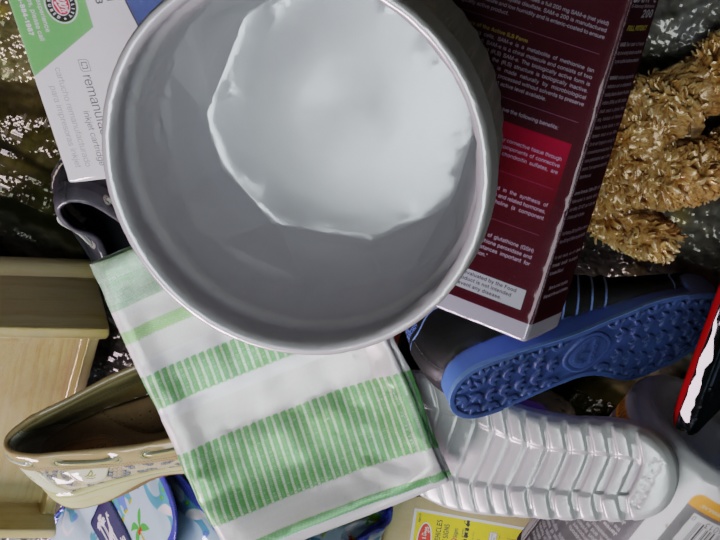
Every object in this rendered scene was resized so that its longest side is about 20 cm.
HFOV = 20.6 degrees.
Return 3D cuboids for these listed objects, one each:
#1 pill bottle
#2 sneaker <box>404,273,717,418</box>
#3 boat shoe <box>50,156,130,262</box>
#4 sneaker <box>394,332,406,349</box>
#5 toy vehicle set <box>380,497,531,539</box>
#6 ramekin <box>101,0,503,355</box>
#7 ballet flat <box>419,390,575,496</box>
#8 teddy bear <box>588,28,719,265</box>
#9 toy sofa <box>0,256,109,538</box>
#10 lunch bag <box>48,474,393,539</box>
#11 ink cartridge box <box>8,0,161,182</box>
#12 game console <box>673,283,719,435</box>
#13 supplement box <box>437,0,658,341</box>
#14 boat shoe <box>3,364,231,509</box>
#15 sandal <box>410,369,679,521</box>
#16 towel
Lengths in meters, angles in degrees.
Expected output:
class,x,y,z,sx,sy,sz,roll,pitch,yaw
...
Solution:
class,x,y,z,sx,sy,sz,roll,pitch,yaw
pill bottle,0.165,0.172,1.229,0.116,0.117,0.200,30,115,-10
sneaker,0.119,0.024,1.159,0.199,0.078,0.070,-12,138,-28
boat shoe,-0.132,0.012,1.226,0.072,0.063,0.201,-18,121,19
sneaker,0.000,0.000,1.188,0.078,0.075,0.201,18,125,2
toy vehicle set,0.071,0.180,1.327,0.123,0.027,0.201,11,126,4
ramekin,-0.021,-0.068,0.998,0.199,0.105,0.201,5,111,14
ballet flat,0.038,0.117,1.232,0.199,0.057,0.067,-13,106,3
teddy bear,0.143,-0.066,1.114,0.199,0.067,0.146,2,123,10
toy sofa,-0.227,0.075,1.291,0.082,0.098,0.201,3,129,-21
lunch bag,-0.106,0.184,1.314,0.199,0.127,0.170,34,127,8
ink cartridge box,-0.081,-0.139,1.096,0.199,0.088,0.146,-5,123,12
game console,0.284,0.008,1.113,0.118,0.172,0.201,30,129,22
supplement box,0.079,-0.076,1.064,0.108,0.061,0.201,22,105,20
boat shoe,-0.123,0.088,1.206,0.199,0.074,0.063,-27,143,15
sandal,0.093,0.107,1.179,0.201,0.050,0.083,14,110,21
towel,-0.049,0.059,1.152,0.152,0.023,0.201,-22,100,5
